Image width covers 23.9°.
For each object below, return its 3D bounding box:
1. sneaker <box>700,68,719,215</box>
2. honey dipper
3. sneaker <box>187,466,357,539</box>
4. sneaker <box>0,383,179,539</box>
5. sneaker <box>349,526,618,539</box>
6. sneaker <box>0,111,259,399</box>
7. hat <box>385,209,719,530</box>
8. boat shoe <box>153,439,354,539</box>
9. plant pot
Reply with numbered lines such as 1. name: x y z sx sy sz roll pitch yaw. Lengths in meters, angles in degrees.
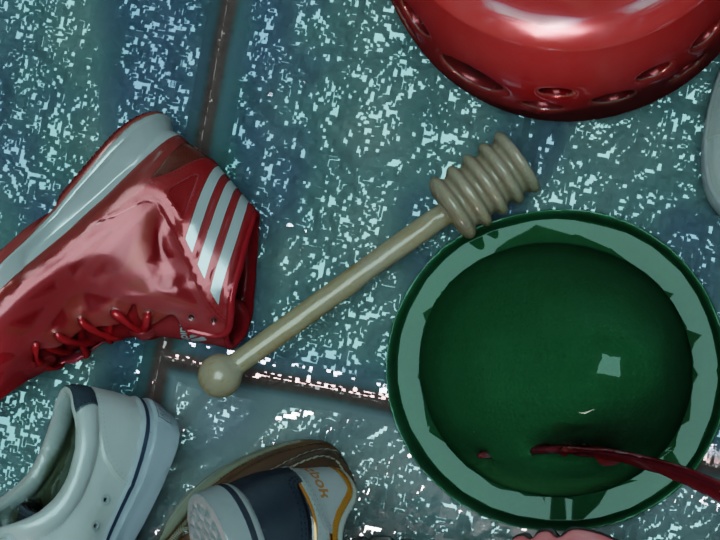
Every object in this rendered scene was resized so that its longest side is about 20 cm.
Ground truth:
1. sneaker: 0.225 -0.115 0.827 0.073 0.085 0.200 26 93 7
2. honey dipper: 0.000 0.000 0.864 0.200 0.038 0.038 -35 83 -2
3. sneaker: -0.024 0.184 0.784 0.079 0.078 0.200 -16 114 -27
4. sneaker: -0.165 0.151 0.866 0.071 0.073 0.200 26 81 -29
5. sneaker: 0.041 0.177 0.807 0.200 0.074 0.087 -13 45 31
6. sneaker: -0.130 0.026 0.873 0.116 0.078 0.200 40 94 9
7. hat: 0.101 0.047 0.788 0.200 0.176 0.166 -1 87 8
8. boat shoe: -0.075 0.158 0.832 0.200 0.072 0.076 -40 107 -21
9. plant pot: 0.096 -0.179 0.800 0.200 0.182 0.201 0 88 10
